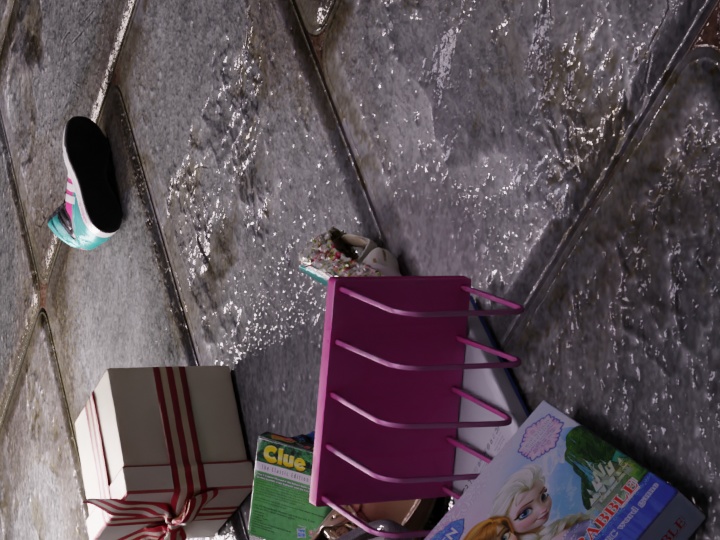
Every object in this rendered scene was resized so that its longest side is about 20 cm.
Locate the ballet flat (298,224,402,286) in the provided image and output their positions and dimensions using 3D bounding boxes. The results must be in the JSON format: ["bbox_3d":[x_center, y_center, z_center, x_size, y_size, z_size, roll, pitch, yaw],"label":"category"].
[{"bbox_3d":[0.000,0.000,1.804,0.064,0.076,0.200,-54,35,-3],"label":"ballet flat"}]

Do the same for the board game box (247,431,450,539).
[{"bbox_3d":[-0.012,0.228,1.735,0.199,0.023,0.105,14,108,23],"label":"board game box"}]

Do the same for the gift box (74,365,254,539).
[{"bbox_3d":[-0.251,0.235,2.181,0.185,0.199,0.187,121,140,-55],"label":"gift box"}]

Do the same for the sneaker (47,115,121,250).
[{"bbox_3d":[-0.406,-0.113,2.641,0.121,0.083,0.201,-43,52,45],"label":"sneaker"}]

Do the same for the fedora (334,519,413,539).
[{"bbox_3d":[-0.018,0.302,1.555,0.200,0.090,0.177,-35,10,15],"label":"fedora"}]

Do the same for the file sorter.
[{"bbox_3d":[0.053,0.115,1.547,0.125,0.139,0.201,21,109,59],"label":"file sorter"}]

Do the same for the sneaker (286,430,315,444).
[{"bbox_3d":[-0.024,0.167,1.793,0.077,0.111,0.201,-127,44,-52],"label":"sneaker"}]

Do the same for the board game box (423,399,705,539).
[{"bbox_3d":[0.137,0.217,1.407,0.200,0.041,0.199,-49,29,-5],"label":"board game box"}]

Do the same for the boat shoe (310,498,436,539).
[{"bbox_3d":[-0.002,0.246,1.672,0.071,0.064,0.200,41,99,18],"label":"boat shoe"}]

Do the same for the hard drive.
[{"bbox_3d":[0.103,0.139,1.625,0.200,0.025,0.132,-114,35,-40],"label":"hard drive"}]
